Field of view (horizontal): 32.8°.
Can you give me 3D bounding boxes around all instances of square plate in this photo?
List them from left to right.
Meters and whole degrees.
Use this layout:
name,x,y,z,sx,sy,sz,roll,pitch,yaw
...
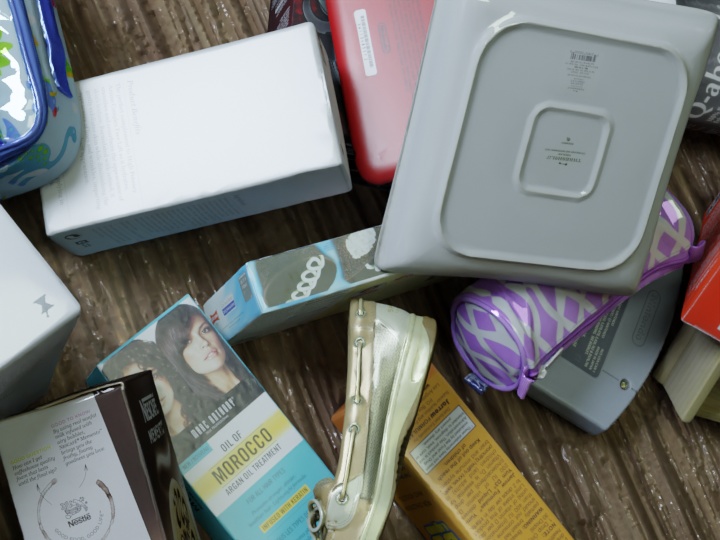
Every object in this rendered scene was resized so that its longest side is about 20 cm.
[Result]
name,x,y,z,sx,sy,sz,roll,pitch,yaw
square plate,0.123,-0.079,0.777,0.198,0.028,0.200,6,111,-20

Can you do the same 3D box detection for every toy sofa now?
name,x,y,z,sx,sy,sz,roll,pitch,yaw
toy sofa,0.338,0.085,0.971,0.198,0.083,0.098,17,28,-16

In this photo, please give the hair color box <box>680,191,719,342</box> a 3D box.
name,x,y,z,sx,sy,sz,roll,pitch,yaw
hair color box,0.313,-0.003,0.937,0.101,0.062,0.200,31,32,5

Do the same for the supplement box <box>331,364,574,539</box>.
name,x,y,z,sx,sy,sz,roll,pitch,yaw
supplement box,0.071,0.156,0.855,0.069,0.067,0.200,-41,90,-26

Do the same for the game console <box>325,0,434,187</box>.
name,x,y,z,sx,sy,sz,roll,pitch,yaw
game console,0.071,-0.158,0.895,0.170,0.119,0.202,-12,76,6

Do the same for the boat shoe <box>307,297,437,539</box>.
name,x,y,z,sx,sy,sz,roll,pitch,yaw
boat shoe,-0.005,0.119,0.777,0.062,0.073,0.203,17,80,1

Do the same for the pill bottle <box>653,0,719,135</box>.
name,x,y,z,sx,sy,sz,roll,pitch,yaw
pill bottle,0.258,-0.177,1.001,0.198,0.116,0.118,8,71,-19

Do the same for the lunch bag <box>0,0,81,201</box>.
name,x,y,z,sx,sy,sz,roll,pitch,yaw
lunch bag,-0.267,-0.139,0.771,0.159,0.082,0.202,-18,78,8

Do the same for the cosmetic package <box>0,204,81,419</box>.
name,x,y,z,sx,sy,sz,roll,pitch,yaw
cosmetic package,-0.278,0.060,0.675,0.199,0.200,0.123,-39,90,-27

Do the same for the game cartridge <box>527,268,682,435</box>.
name,x,y,z,sx,sy,sz,roll,pitch,yaw
game cartridge,0.180,0.019,0.956,0.133,0.041,0.201,34,65,-13

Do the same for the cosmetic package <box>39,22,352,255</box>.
name,x,y,z,sx,sy,sz,roll,pitch,yaw
cosmetic package,-0.111,-0.084,0.809,0.198,0.074,0.103,-12,78,4

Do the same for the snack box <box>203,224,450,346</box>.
name,x,y,z,sx,sy,sz,roll,pitch,yaw
snack box,0.000,0.000,0.847,0.198,0.116,0.037,-16,82,-25

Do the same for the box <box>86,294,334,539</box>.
name,x,y,z,sx,sy,sz,roll,pitch,yaw
box,-0.087,0.121,0.813,0.082,0.049,0.200,-39,90,-26

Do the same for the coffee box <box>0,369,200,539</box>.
name,x,y,z,sx,sy,sz,roll,pitch,yaw
coffee box,-0.139,0.168,0.717,0.079,0.113,0.202,-16,90,-1

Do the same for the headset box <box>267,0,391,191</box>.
name,x,y,z,sx,sy,sz,roll,pitch,yaw
headset box,0.005,-0.155,0.919,0.147,0.077,0.202,11,69,-18

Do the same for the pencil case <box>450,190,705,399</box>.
name,x,y,z,sx,sy,sz,roll,pitch,yaw
pencil case,0.154,0.009,0.882,0.199,0.084,0.085,-36,54,-25
